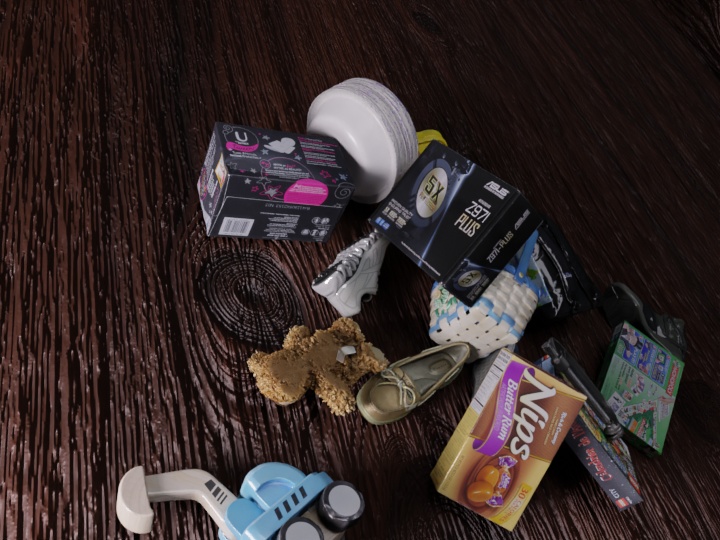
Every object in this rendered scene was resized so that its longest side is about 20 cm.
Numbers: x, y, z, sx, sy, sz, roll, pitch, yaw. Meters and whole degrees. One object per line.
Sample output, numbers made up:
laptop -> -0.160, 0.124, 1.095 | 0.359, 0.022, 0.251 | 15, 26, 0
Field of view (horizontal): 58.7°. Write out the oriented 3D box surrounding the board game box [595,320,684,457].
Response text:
board game box -> 0.481, 0.201, 1.111 | 0.134, 0.029, 0.200 | 36, 55, 0

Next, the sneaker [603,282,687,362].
sneaker -> 0.557, 0.101, 1.243 | 0.114, 0.076, 0.200 | -25, 72, -45

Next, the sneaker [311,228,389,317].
sneaker -> 0.000, 0.000, 0.995 | 0.081, 0.075, 0.200 | 52, 41, -10

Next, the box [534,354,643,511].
box -> 0.332, 0.231, 0.944 | 0.200, 0.038, 0.137 | 51, 21, -6

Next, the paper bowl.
paper bowl -> -0.011, -0.206, 1.063 | 0.201, 0.201, 0.104 | 45, 54, 10

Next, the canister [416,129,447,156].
canister -> 0.134, -0.121, 1.115 | 0.086, 0.149, 0.201 | -13, 57, -9

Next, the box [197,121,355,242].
box -> -0.131, -0.128, 0.969 | 0.199, 0.132, 0.115 | 2, 50, -29

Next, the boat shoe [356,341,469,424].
boat shoe -> 0.078, 0.153, 0.905 | 0.200, 0.063, 0.073 | -15, 62, -40

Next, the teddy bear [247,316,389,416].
teddy bear -> -0.053, 0.127, 0.847 | 0.145, 0.067, 0.200 | 39, 40, 9

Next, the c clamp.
c clamp -> 0.326, 0.175, 0.939 | 0.200, 0.027, 0.171 | 49, 15, -7

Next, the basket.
basket -> 0.198, 0.031, 1.007 | 0.139, 0.176, 0.201 | 39, 47, -10

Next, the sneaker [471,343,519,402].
sneaker -> 0.241, 0.193, 0.969 | 0.146, 0.077, 0.203 | 43, 31, -8

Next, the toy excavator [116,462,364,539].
toy excavator -> -0.127, 0.256, 0.680 | 0.200, 0.100, 0.194 | 38, 40, 22

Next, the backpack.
backpack -> 0.323, -0.008, 1.156 | 0.162, 0.153, 0.201 | -13, 82, -36

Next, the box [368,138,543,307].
box -> 0.133, -0.073, 0.937 | 0.086, 0.164, 0.200 | 35, 8, -45

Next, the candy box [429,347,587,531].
candy box -> 0.192, 0.218, 0.835 | 0.116, 0.201, 0.056 | 30, 2, -6
